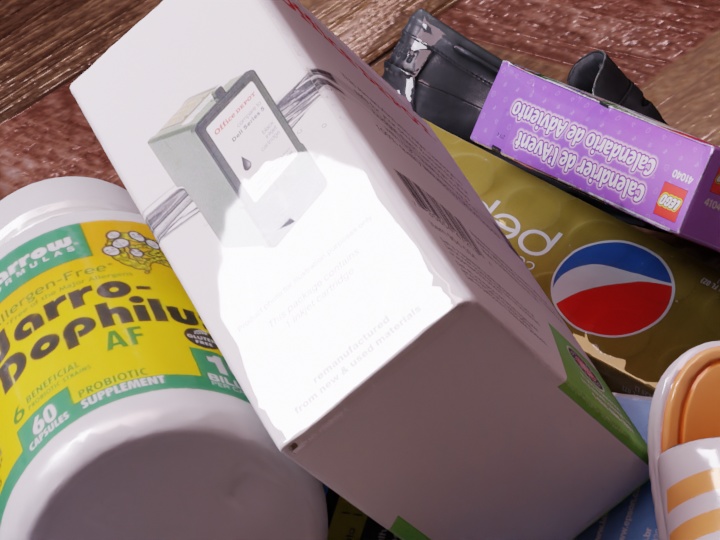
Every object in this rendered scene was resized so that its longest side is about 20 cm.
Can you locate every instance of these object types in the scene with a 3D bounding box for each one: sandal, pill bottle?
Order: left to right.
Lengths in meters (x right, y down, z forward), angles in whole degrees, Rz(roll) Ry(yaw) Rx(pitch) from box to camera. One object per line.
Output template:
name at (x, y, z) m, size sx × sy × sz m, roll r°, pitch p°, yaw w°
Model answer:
pill bottle at (-0.088, 0.047, 1.070) m, size 0.113 × 0.113 × 0.200 m, roll -20°, pitch 32°, yaw -5°
sandal at (0.147, 0.118, 0.990) m, size 0.079 × 0.059 × 0.207 m, roll -4°, pitch 74°, yaw -7°

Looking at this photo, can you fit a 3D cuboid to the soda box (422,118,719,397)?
soda box at (0.075, 0.012, 1.224) m, size 0.200 × 0.064 × 0.068 m, roll 28°, pitch 59°, yaw 25°

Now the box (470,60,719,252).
box at (0.161, -0.024, 1.226) m, size 0.137 × 0.200 × 0.039 m, roll 28°, pitch 97°, yaw 52°

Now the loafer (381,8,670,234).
loafer at (0.104, -0.062, 1.333) m, size 0.200 × 0.070 × 0.068 m, roll 16°, pitch 7°, yaw -15°

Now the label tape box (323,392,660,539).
label tape box at (0.046, 0.116, 1.097) m, size 0.200 × 0.066 × 0.143 m, roll 5°, pitch 67°, yaw 36°

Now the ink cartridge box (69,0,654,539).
ink cartridge box at (0.000, 0.000, 1.056) m, size 0.084 × 0.146 × 0.200 m, roll -40°, pitch 49°, yaw 9°
